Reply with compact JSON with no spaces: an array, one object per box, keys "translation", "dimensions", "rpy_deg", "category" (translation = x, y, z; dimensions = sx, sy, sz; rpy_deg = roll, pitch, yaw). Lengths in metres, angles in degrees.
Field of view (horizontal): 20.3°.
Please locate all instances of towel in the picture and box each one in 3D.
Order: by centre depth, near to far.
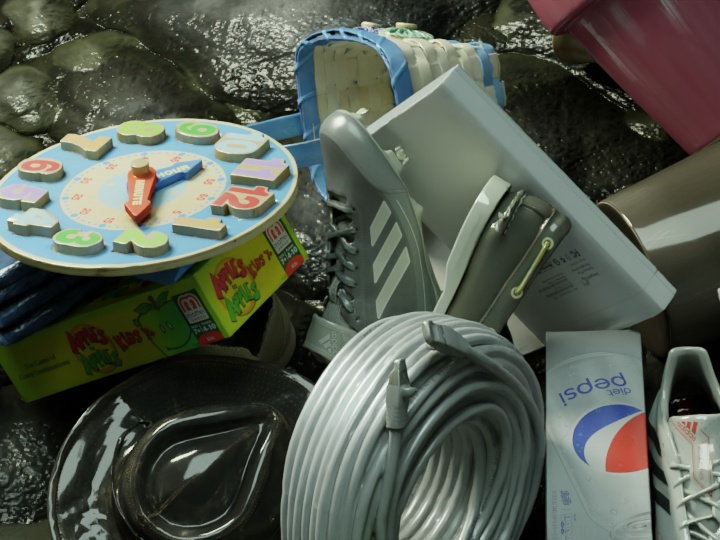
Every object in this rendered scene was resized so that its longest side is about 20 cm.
[{"translation":[-0.211,-0.010,1.374],"dimensions":[0.111,0.049,0.200],"rpy_deg":[-31,13,-4],"category":"towel"}]

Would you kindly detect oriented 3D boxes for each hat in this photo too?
[{"translation":[-0.091,0.123,1.219],"dimensions":[0.200,0.081,0.201],"rpy_deg":[3,62,-6],"category":"hat"}]

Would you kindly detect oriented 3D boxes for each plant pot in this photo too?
[{"translation":[0.237,-0.189,1.417],"dimensions":[0.200,0.200,0.179],"rpy_deg":[-33,89,-26],"category":"plant pot"}]

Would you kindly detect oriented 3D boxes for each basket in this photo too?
[{"translation":[0.269,-0.031,1.348],"dimensions":[0.199,0.136,0.180],"rpy_deg":[-21,23,-9],"category":"basket"},{"translation":[-0.009,-0.103,1.435],"dimensions":[0.199,0.140,0.176],"rpy_deg":[-21,16,-29],"category":"basket"}]

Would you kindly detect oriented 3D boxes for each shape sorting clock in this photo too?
[{"translation":[-0.138,-0.052,1.272],"dimensions":[0.199,0.039,0.200],"rpy_deg":[-1,31,1],"category":"shape sorting clock"}]

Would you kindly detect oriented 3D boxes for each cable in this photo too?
[{"translation":[0.031,0.124,1.158],"dimensions":[0.069,0.200,0.201],"rpy_deg":[19,93,33],"category":"cable"}]

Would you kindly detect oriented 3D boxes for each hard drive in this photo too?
[{"translation":[0.096,-0.035,1.295],"dimensions":[0.200,0.132,0.027],"rpy_deg":[45,61,-9],"category":"hard drive"}]

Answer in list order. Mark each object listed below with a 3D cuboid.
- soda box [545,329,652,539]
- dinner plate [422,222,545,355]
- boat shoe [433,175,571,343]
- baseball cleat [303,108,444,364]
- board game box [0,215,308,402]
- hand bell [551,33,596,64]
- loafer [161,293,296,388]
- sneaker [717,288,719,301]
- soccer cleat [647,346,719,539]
[{"translation":[0.145,0.128,1.235],"dimensions":[0.063,0.068,0.200],"rpy_deg":[-1,42,6],"category":"soda box"},{"translation":[0.077,-0.010,1.429],"dimensions":[0.199,0.024,0.201],"rpy_deg":[-3,43,3],"category":"dinner plate"},{"translation":[0.070,0.041,1.261],"dimensions":[0.060,0.202,0.072],"rpy_deg":[25,25,8],"category":"boat shoe"},{"translation":[0.000,0.000,1.300],"dimensions":[0.106,0.201,0.070],"rpy_deg":[-31,22,-17],"category":"baseball cleat"},{"translation":[-0.140,0.021,1.320],"dimensions":[0.200,0.048,0.102],"rpy_deg":[-19,18,39],"category":"board game box"},{"translation":[0.247,-0.142,1.520],"dimensions":[0.104,0.104,0.200],"rpy_deg":[-29,58,-23],"category":"hand bell"},{"translation":[-0.107,0.077,1.323],"dimensions":[0.075,0.068,0.200],"rpy_deg":[11,45,20],"category":"loafer"},{"translation":[0.267,0.053,1.247],"dimensions":[0.099,0.075,0.201],"rpy_deg":[6,80,2],"category":"sneaker"},{"translation":[0.207,0.132,1.207],"dimensions":[0.068,0.085,0.200],"rpy_deg":[-4,42,3],"category":"soccer cleat"}]
